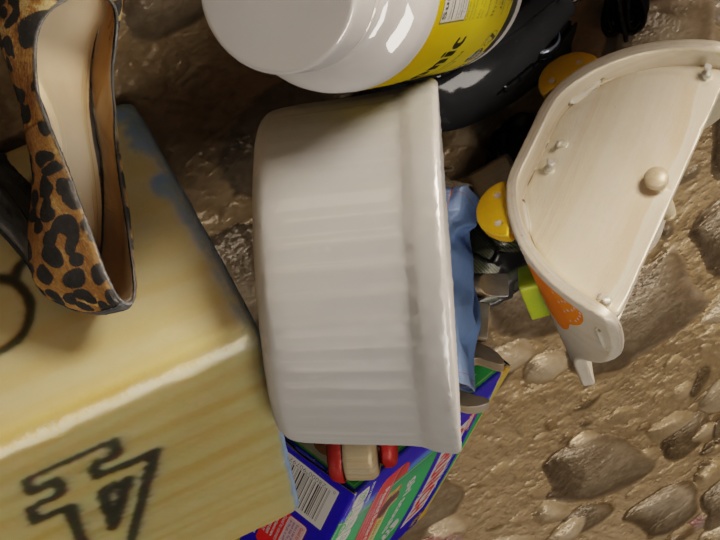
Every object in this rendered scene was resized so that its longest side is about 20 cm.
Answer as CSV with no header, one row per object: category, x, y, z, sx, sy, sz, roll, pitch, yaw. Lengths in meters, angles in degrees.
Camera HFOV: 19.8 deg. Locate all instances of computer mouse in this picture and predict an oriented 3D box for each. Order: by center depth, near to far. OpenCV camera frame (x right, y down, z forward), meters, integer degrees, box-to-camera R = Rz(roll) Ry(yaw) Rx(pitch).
computer mouse,0.094,-0.148,1.222,0.200,0.046,0.140,-23,146,-12

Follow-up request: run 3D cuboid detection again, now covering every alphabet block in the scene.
alphabet block,-0.169,0.060,1.155,0.200,0.195,0.196,-23,143,-10

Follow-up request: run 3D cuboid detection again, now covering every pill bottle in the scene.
pill bottle,0.001,-0.147,1.034,0.111,0.111,0.200,-49,168,23

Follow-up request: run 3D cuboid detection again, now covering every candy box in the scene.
candy box,-0.003,0.142,1.417,0.200,0.077,0.169,-37,158,-48

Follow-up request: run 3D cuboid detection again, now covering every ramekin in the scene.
ramekin,0.000,0.000,1.103,0.098,0.201,0.201,-3,143,3

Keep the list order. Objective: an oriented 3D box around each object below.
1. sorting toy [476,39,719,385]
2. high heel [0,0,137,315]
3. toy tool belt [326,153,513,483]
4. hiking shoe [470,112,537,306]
sorting toy,0.151,-0.020,1.264,0.200,0.107,0.180,-62,156,-25
high heel,-0.129,-0.083,1.036,0.071,0.143,0.200,-4,126,-47
toy tool belt,0.041,0.028,1.255,0.123,0.200,0.125,-1,172,6
hiking shoe,0.097,-0.055,1.332,0.200,0.076,0.101,-40,137,-3
